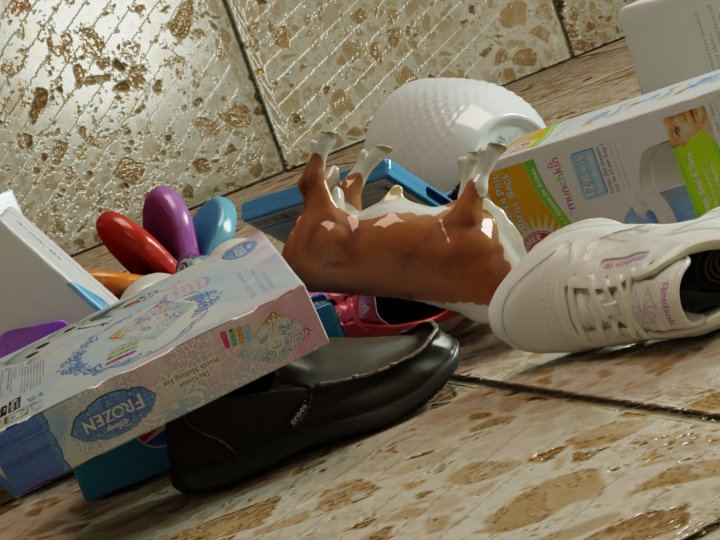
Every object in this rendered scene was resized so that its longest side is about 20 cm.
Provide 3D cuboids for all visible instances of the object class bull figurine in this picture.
[{"bbox_3d":[0.046,-0.024,1.202,0.199,0.122,0.065,6,-6,8],"label":"bull figurine"}]

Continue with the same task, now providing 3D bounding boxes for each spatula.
[{"bbox_3d":[-0.160,0.057,1.255,0.199,0.057,0.021,-6,-27,-10],"label":"spatula"}]

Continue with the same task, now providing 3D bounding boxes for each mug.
[{"bbox_3d":[0.090,-0.091,1.738,0.200,0.148,0.175,-53,24,-11],"label":"mug"}]

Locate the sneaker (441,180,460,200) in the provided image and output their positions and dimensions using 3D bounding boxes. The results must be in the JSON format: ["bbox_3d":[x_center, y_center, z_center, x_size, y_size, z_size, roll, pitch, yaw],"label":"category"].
[{"bbox_3d":[0.066,-0.036,1.564,0.199,0.077,0.111,-14,-2,-3],"label":"sneaker"}]

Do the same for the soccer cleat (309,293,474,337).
[{"bbox_3d":[-0.010,0.034,1.274,0.199,0.069,0.073,-16,-11,6],"label":"soccer cleat"}]

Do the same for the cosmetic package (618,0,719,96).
[{"bbox_3d":[0.356,-0.180,1.503,0.165,0.166,0.200,-25,10,-32],"label":"cosmetic package"}]

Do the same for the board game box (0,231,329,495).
[{"bbox_3d":[-0.129,0.050,1.103,0.198,0.044,0.200,-27,13,-4],"label":"board game box"}]

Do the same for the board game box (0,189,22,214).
[{"bbox_3d":[-0.338,0.057,1.505,0.041,0.200,0.200,-16,8,44],"label":"board game box"}]

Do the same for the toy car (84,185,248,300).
[{"bbox_3d":[-0.180,-0.001,1.687,0.199,0.151,0.175,-24,8,-26],"label":"toy car"}]

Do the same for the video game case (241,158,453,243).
[{"bbox_3d":[0.020,-0.031,1.455,0.143,0.018,0.200,-16,-28,32],"label":"video game case"}]

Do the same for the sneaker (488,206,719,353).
[{"bbox_3d":[0.159,0.006,1.046,0.199,0.075,0.100,-17,7,26],"label":"sneaker"}]

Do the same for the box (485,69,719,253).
[{"bbox_3d":[0.197,-0.061,1.276,0.199,0.113,0.101,-16,10,30],"label":"box"}]

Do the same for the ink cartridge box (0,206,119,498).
[{"bbox_3d":[-0.262,0.055,1.360,0.146,0.147,0.200,-48,9,-2],"label":"ink cartridge box"}]

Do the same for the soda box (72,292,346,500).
[{"bbox_3d":[-0.103,0.083,1.210,0.199,0.068,0.064,-21,8,-5],"label":"soda box"}]

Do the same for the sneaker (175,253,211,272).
[{"bbox_3d":[-0.137,0.027,1.492,0.074,0.088,0.200,-46,-9,9],"label":"sneaker"}]

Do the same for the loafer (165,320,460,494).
[{"bbox_3d":[-0.031,0.070,1.104,0.199,0.072,0.073,-23,9,-16],"label":"loafer"}]

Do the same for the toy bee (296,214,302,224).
[{"bbox_3d":[0.000,0.000,1.382,0.200,0.109,0.131,-26,11,-36],"label":"toy bee"}]
